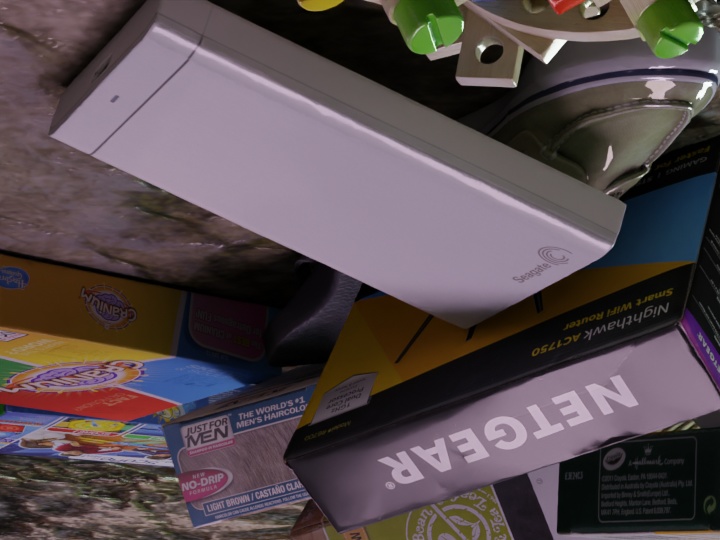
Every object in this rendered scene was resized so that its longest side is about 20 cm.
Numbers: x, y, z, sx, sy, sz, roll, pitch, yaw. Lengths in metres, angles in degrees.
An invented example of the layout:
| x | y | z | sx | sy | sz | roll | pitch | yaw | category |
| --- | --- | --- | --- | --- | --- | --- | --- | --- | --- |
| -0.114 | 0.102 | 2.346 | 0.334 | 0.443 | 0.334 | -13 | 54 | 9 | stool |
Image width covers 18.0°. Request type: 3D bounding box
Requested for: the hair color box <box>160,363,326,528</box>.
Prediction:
| x | y | z | sx | sy | sz | roll | pitch | yaw | category |
| --- | --- | --- | --- | --- | --- | --- | --- | --- | --- |
| -0.020 | 0.084 | 1.258 | 0.100 | 0.061 | 0.200 | -17 | 180 | 22 | hair color box |

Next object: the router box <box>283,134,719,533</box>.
| x | y | z | sx | sy | sz | roll | pitch | yaw | category |
| --- | --- | --- | --- | --- | --- | --- | --- | --- | --- |
| 0.076 | 0.028 | 1.005 | 0.200 | 0.149 | 0.051 | -22 | 115 | 29 | router box |

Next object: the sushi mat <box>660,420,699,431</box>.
| x | y | z | sx | sy | sz | roll | pitch | yaw | category |
| --- | --- | --- | --- | --- | --- | --- | --- | --- | --- |
| 0.173 | 0.092 | 1.270 | 0.012 | 0.096 | 0.200 | -40 | 172 | 15 | sushi mat |

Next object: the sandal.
| x | y | z | sx | sy | sz | roll | pitch | yaw | category |
| --- | --- | --- | --- | --- | --- | --- | --- | --- | --- |
| 0.001 | 0.000 | 1.156 | 0.076 | 0.043 | 0.200 | -3 | 156 | -21 | sandal |

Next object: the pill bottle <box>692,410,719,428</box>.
| x | y | z | sx | sy | sz | roll | pitch | yaw | category |
| --- | --- | --- | --- | --- | --- | --- | --- | --- | --- |
| 0.267 | 0.036 | 1.158 | 0.200 | 0.112 | 0.112 | 6 | 163 | -24 | pill bottle |

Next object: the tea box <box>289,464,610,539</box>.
| x | y | z | sx | sy | sz | roll | pitch | yaw | category |
| --- | --- | --- | --- | --- | --- | --- | --- | --- | --- |
| 0.094 | 0.188 | 1.321 | 0.197 | 0.200 | 0.134 | -19 | -168 | 18 | tea box |

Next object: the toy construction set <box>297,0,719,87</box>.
| x | y | z | sx | sy | sz | roll | pitch | yaw | category |
| --- | --- | --- | --- | --- | --- | --- | --- | --- | --- |
| 0.052 | -0.101 | 0.691 | 0.131 | 0.092 | 0.200 | -30 | 166 | 9 | toy construction set |

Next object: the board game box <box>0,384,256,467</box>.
| x | y | z | sx | sy | sz | roll | pitch | yaw | category |
| --- | --- | --- | --- | --- | --- | --- | --- | --- | --- |
| -0.159 | 0.096 | 1.473 | 0.200 | 0.035 | 0.135 | 8 | 163 | -29 | board game box |

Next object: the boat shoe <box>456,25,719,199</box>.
| x | y | z | sx | sy | sz | roll | pitch | yaw | category |
| --- | --- | --- | --- | --- | --- | --- | --- | --- | --- |
| 0.087 | -0.047 | 0.940 | 0.072 | 0.062 | 0.200 | 5 | 163 | -23 | boat shoe |

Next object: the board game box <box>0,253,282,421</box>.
| x | y | z | sx | sy | sz | roll | pitch | yaw | category |
| --- | --- | --- | --- | --- | --- | --- | --- | --- | --- |
| -0.167 | 0.041 | 1.265 | 0.200 | 0.040 | 0.153 | 12 | 159 | -40 | board game box |

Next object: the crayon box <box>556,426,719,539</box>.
| x | y | z | sx | sy | sz | roll | pitch | yaw | category |
| --- | --- | --- | --- | --- | --- | --- | --- | --- | --- |
| 0.213 | 0.111 | 1.120 | 0.200 | 0.052 | 0.126 | 9 | 169 | -33 | crayon box |

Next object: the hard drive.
| x | y | z | sx | sy | sz | roll | pitch | yaw | category |
| --- | --- | --- | --- | --- | --- | --- | --- | --- | --- |
| -0.013 | -0.040 | 0.905 | 0.200 | 0.027 | 0.132 | 24 | 156 | -17 | hard drive |
